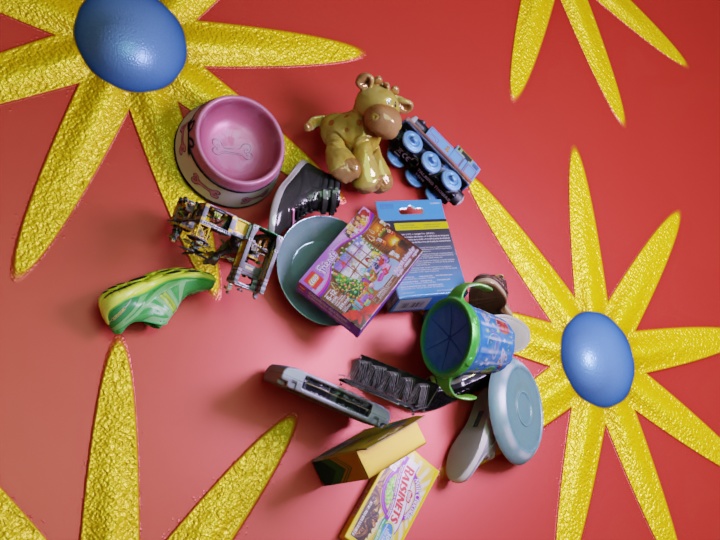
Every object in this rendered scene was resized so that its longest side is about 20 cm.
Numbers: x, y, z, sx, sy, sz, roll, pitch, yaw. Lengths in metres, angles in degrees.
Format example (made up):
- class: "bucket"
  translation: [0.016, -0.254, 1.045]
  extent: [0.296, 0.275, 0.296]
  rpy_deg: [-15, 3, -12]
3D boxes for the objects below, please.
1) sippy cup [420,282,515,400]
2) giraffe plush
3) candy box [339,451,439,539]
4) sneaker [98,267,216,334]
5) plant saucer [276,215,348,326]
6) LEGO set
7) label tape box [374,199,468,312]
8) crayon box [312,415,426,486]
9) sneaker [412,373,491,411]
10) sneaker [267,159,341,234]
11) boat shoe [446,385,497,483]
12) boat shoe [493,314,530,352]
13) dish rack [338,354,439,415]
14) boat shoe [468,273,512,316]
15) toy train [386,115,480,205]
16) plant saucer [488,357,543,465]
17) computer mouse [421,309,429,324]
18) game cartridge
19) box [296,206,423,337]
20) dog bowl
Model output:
- class: "sippy cup"
  translation: [0.193, 0.123, 1.549]
  extent: [0.129, 0.179, 0.140]
  rpy_deg: [12, 30, -35]
- class: "giraffe plush"
  translation: [0.015, -0.260, 1.622]
  extent: [0.201, 0.162, 0.172]
  rpy_deg: [56, 26, 17]
- class: "candy box"
  translation: [0.053, 0.400, 1.538]
  extent: [0.102, 0.026, 0.201]
  rpy_deg: [41, 60, -15]
- class: "sneaker"
  translation: [-0.323, 0.047, 1.433]
  extent: [0.198, 0.074, 0.085]
  rpy_deg: [-19, 108, -34]
- class: "plant saucer"
  translation: [-0.064, 0.004, 1.594]
  extent: [0.198, 0.039, 0.204]
  rpy_deg: [9, 69, -26]
- class: "LEGO set"
  translation: [-0.228, -0.027, 1.453]
  extent: [0.199, 0.153, 0.117]
  rpy_deg: [27, 77, -38]
- class: "label tape box"
  translation: [0.102, -0.029, 1.664]
  extent: [0.142, 0.063, 0.203]
  rpy_deg: [-3, 63, -21]
- class: "crayon box"
  translation: [0.019, 0.293, 1.451]
  extent: [0.126, 0.200, 0.051]
  rpy_deg: [-24, 86, -31]
- class: "sneaker"
  translation: [0.159, 0.195, 1.650]
  extent: [0.198, 0.072, 0.083]
  rpy_deg: [-13, 56, -31]
- class: "sneaker"
  translation: [-0.092, -0.117, 1.560]
  extent: [0.098, 0.071, 0.201]
  rpy_deg: [19, 43, 7]
- class: "boat shoe"
  translation: [0.225, 0.309, 1.632]
  extent: [0.072, 0.070, 0.202]
  rpy_deg: [45, 59, -26]
- class: "boat shoe"
  translation: [0.228, 0.114, 1.670]
  extent: [0.199, 0.060, 0.073]
  rpy_deg: [8, 87, -30]
- class: "dish rack"
  translation: [0.046, 0.190, 1.490]
  extent: [0.151, 0.200, 0.055]
  rpy_deg: [19, 88, 14]
- class: "boat shoe"
  translation: [0.245, 0.042, 1.685]
  extent: [0.200, 0.071, 0.073]
  rpy_deg: [45, 37, -57]
- class: "toy train"
  translation: [0.137, -0.217, 1.750]
  extent: [0.200, 0.087, 0.115]
  rpy_deg: [44, 50, -7]
- class: "plant saucer"
  translation: [0.295, 0.258, 1.661]
  extent: [0.199, 0.027, 0.203]
  rpy_deg: [24, 61, -51]
- class: "computer mouse"
  translation: [0.195, 0.113, 1.706]
  extent: [0.198, 0.034, 0.060]
  rpy_deg: [19, 74, -28]
- class: "game cartridge"
  translation: [-0.058, 0.205, 1.476]
  extent: [0.198, 0.133, 0.041]
  rpy_deg: [26, 74, -17]
- class: "box"
  translation: [0.000, 0.000, 1.560]
  extent: [0.136, 0.039, 0.201]
  rpy_deg: [36, 61, 7]
- class: "dog bowl"
  translation: [-0.220, -0.215, 1.560]
  extent: [0.197, 0.074, 0.203]
  rpy_deg: [9, 71, -26]
